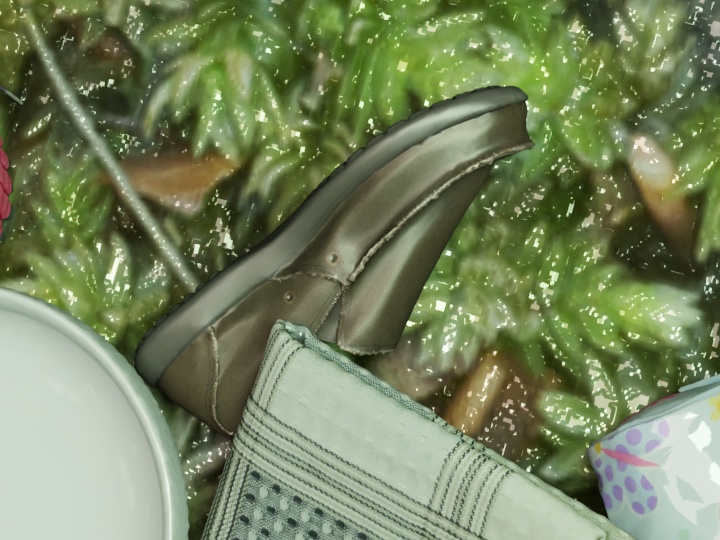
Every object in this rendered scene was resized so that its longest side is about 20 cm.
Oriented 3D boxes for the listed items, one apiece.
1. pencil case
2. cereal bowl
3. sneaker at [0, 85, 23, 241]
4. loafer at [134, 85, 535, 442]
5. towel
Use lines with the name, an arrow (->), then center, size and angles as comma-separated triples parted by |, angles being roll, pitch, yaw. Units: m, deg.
pencil case -> 0.161, 0.139, 0.874 | 0.083, 0.090, 0.201 | -30, 79, 45
cereal bowl -> -0.164, 0.104, 0.937 | 0.199, 0.083, 0.201 | -1, 86, 10
sneaker -> -0.198, -0.101, 0.962 | 0.080, 0.075, 0.201 | -17, 83, 8
loafer -> 0.000, 0.000, 0.927 | 0.200, 0.073, 0.071 | -40, 85, 15
towel -> 0.013, 0.147, 0.874 | 0.199, 0.034, 0.193 | 30, 113, 26
